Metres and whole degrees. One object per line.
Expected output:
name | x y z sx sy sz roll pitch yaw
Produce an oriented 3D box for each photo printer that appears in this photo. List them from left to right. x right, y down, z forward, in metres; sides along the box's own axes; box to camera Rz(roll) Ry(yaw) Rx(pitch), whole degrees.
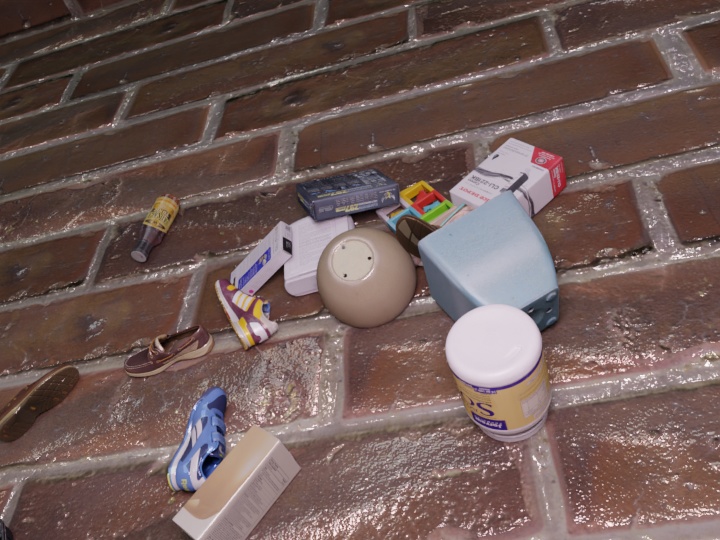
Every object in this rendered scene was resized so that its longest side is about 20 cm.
photo printer | -0.088 -0.048 1.539 0.166 0.069 0.200 -17 44 8

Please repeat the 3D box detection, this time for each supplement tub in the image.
supplement tub | 0.222 0.166 1.107 0.145 0.200 0.145 -12 44 12

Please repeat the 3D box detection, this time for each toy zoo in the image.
toy zoo | 0.116 -0.133 1.543 0.131 0.020 0.200 -33 34 -3

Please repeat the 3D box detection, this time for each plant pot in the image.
plant pot | 0.000 0.000 1.355 0.200 0.134 0.200 -3 74 12
plant pot | 0.247 0.022 1.252 0.196 0.196 0.200 -29 54 -5

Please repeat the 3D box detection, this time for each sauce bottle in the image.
sauce bottle | -0.521 -0.108 1.788 0.066 0.066 0.200 -3 49 21

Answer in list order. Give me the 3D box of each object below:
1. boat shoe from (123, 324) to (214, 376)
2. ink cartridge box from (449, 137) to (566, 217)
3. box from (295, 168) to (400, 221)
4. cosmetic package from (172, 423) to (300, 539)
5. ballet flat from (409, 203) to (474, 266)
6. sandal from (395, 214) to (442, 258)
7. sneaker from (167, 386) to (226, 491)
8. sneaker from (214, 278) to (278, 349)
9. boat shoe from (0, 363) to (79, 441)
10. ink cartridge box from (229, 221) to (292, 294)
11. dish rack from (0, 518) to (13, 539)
boat shoe | -0.412 0.161 1.476 0.200 0.072 0.072 -17 44 8
ink cartridge box | 0.308 -0.171 1.475 0.200 0.084 0.144 -42 46 -16
box | -0.031 -0.173 1.580 0.200 0.051 0.158 -14 24 -14
cosmetic package | -0.200 0.368 1.167 0.071 0.105 0.200 21 58 37
ballet flat | 0.160 -0.053 1.433 0.200 0.068 0.067 -40 85 11
sandal | 0.156 -0.056 1.375 0.200 0.082 0.055 22 45 -15
sneaker | -0.275 0.308 1.282 0.082 0.074 0.200 1 57 22
sneaker | -0.240 0.080 1.489 0.090 0.075 0.200 -25 49 -12
boat shoe | -0.694 0.268 1.497 0.200 0.072 0.068 -45 49 -16
ink cartridge box | -0.222 -0.013 1.551 0.200 0.037 0.095 -40 36 28
dish rack | -0.703 0.554 1.241 0.200 0.055 0.153 -31 43 -6
